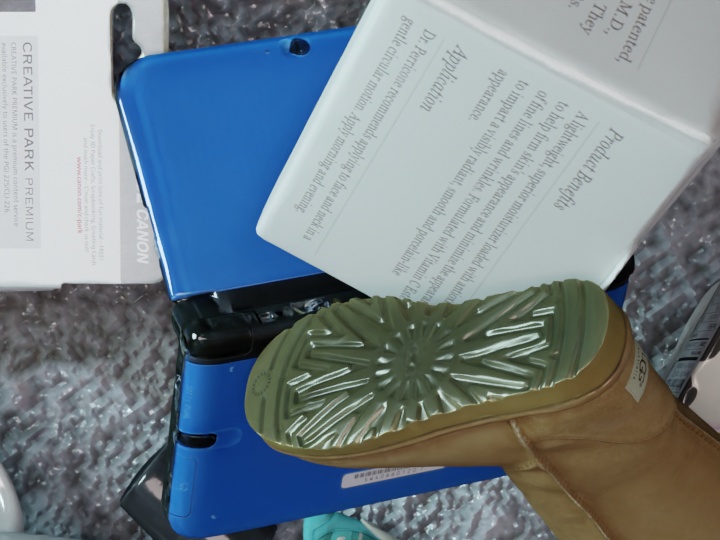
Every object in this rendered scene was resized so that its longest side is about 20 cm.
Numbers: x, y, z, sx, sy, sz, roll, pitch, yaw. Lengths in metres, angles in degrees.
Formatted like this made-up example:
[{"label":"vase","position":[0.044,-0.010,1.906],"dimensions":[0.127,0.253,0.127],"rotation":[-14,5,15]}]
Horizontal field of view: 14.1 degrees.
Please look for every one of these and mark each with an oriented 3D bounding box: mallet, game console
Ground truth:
[{"label":"mallet","position":[-0.110,0.171,1.287],"dimensions":[0.066,0.041,0.200],"rotation":[32,103,1]},{"label":"game console","position":[0.000,0.000,1.219],"dimensions":[0.200,0.118,0.171],"rotation":[-10,133,-22]}]

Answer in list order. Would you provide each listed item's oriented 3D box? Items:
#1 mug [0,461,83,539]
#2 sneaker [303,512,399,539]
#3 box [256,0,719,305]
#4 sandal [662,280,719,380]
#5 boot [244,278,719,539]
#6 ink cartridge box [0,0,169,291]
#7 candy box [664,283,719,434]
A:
[{"label":"mug","position":[-0.180,0.154,1.195],"dimensions":[0.148,0.175,0.200],"rotation":[-19,71,38]},{"label":"sneaker","position":[-0.049,0.193,1.273],"dimensions":[0.080,0.078,0.200],"rotation":[38,89,4]},{"label":"box","position":[0.076,-0.100,1.112],"dimensions":[0.131,0.199,0.200],"rotation":[28,59,-2]},{"label":"sandal","position":[0.147,0.099,1.252],"dimensions":[0.082,0.050,0.203],"rotation":[10,100,2]},{"label":"boot","position":[0.074,0.088,1.146],"dimensions":[0.175,0.066,0.200],"rotation":[-6,144,34]},{"label":"ink cartridge box","position":[-0.164,-0.095,1.221],"dimensions":[0.175,0.084,0.200],"rotation":[1,99,1]},{"label":"candy box","position":[0.224,0.016,1.207],"dimensions":[0.136,0.061,0.200],"rotation":[30,86,-2]}]
